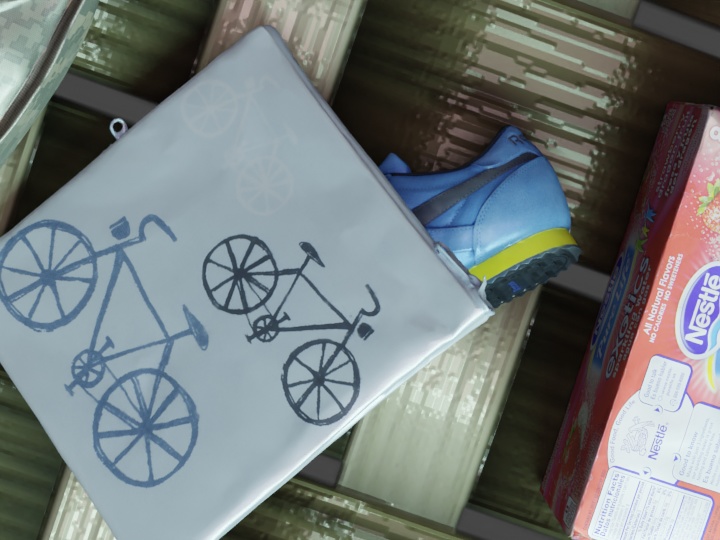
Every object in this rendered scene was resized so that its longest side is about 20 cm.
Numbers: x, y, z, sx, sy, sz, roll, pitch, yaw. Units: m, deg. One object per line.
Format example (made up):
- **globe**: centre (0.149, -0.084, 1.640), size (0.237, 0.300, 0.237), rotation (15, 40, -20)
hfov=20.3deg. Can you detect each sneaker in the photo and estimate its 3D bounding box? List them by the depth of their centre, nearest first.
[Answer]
- **sneaker**: centre (0.000, 0.000, 0.926), size (0.199, 0.066, 0.079), rotation (-26, 77, 3)

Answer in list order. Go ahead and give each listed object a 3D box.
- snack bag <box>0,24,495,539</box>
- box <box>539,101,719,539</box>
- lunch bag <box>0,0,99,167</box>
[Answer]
- **snack bag**: centre (-0.067, 0.009, 0.896), size (0.200, 0.021, 0.189), rotation (-40, 67, 4)
- **box**: centre (0.162, 0.032, 0.913), size (0.099, 0.095, 0.202), rotation (17, 95, -6)
- **lunch bag**: centre (-0.195, -0.079, 0.851), size (0.117, 0.164, 0.201), rotation (29, 93, -11)
